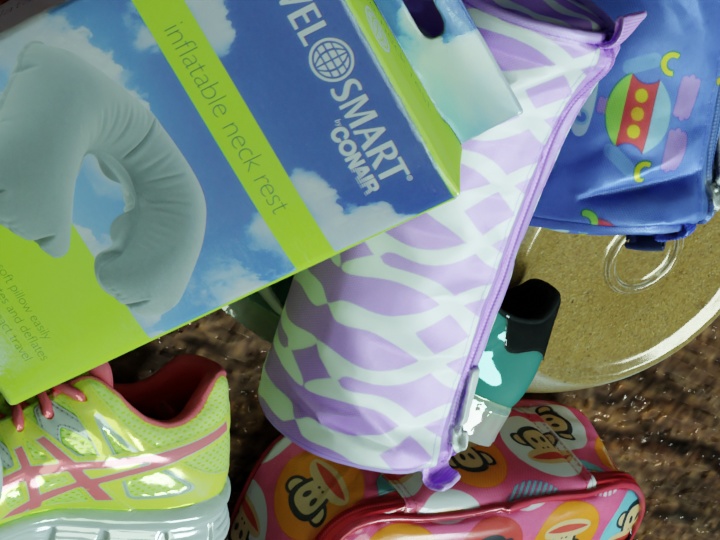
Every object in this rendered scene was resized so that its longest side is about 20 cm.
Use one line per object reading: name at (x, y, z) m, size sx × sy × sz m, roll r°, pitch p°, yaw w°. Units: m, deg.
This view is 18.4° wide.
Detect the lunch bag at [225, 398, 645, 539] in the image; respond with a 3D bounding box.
lunch bag at (0.022, 0.148, 1.042) m, size 0.199 × 0.082 × 0.177 m, roll -2°, pitch 130°, yaw -36°

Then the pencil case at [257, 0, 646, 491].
pencil case at (0.027, -0.017, 0.804) m, size 0.084 × 0.085 × 0.201 m, roll -22°, pitch 136°, yaw -55°

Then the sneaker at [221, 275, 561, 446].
sneaker at (0.000, 0.000, 0.907) m, size 0.200 × 0.071 × 0.080 m, roll 28°, pitch 97°, yaw -37°

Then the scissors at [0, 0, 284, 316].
scissors at (-0.072, -0.049, 0.787) m, size 0.073 × 0.014 × 0.200 m, roll -23°, pitch 122°, yaw 42°

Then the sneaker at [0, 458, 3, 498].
sneaker at (-0.225, 0.069, 0.752) m, size 0.199 × 0.099 × 0.078 m, roll 4°, pitch 104°, yaw -3°

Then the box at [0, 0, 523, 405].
box at (-0.060, -0.049, 0.732) m, size 0.199 × 0.048 × 0.122 m, roll -25°, pitch 113°, yaw 15°

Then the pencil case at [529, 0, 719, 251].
pencil case at (0.110, -0.105, 0.839) m, size 0.078 × 0.086 × 0.201 m, roll -28°, pitch 129°, yaw -78°

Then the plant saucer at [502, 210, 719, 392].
plant saucer at (0.120, -0.016, 1.002) m, size 0.199 × 0.035 × 0.201 m, roll -19°, pitch 133°, yaw -21°

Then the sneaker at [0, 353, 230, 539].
sneaker at (-0.136, 0.064, 0.874) m, size 0.199 × 0.078 × 0.091 m, roll 1°, pitch 111°, yaw -38°
